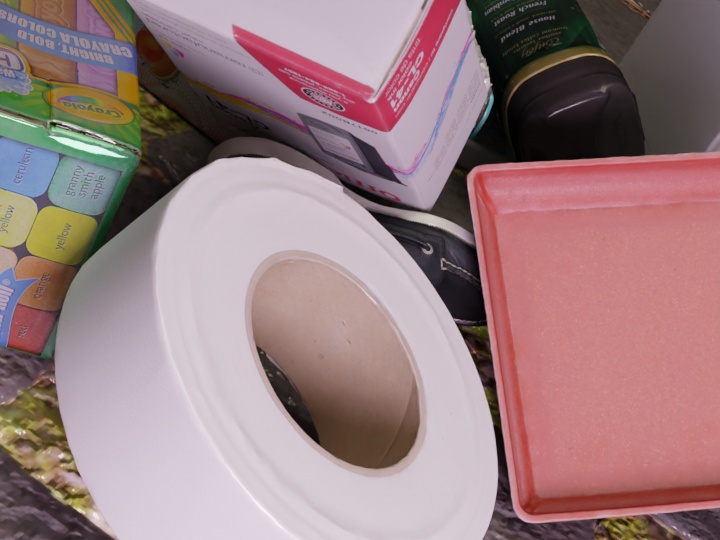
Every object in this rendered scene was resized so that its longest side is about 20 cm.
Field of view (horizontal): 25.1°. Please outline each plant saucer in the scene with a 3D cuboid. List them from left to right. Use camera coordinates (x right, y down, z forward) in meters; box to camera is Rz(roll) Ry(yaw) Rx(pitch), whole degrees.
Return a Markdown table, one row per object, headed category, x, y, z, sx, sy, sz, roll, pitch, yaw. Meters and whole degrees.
| category | x | y | z | sx | sy | sz | roll | pitch | yaw |
| --- | --- | --- | --- | --- | --- | --- | --- | --- | --- |
| plant saucer | 0.163 | 0.035 | 0.873 | 0.197 | 0.037 | 0.202 | -4 | 68 | -7 |

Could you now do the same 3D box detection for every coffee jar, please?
| category | x | y | z | sx | sy | sz | roll | pitch | yaw |
| --- | --- | --- | --- | --- | --- | --- | --- | --- | --- |
| coffee jar | 0.125 | -0.134 | 1.101 | 0.085 | 0.105 | 0.201 | -21 | 42 | 2 |

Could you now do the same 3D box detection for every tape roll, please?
| category | x | y | z | sx | sy | sz | roll | pitch | yaw |
| --- | --- | --- | --- | --- | --- | --- | --- | --- | --- |
| tape roll | -0.031 | 0.053 | 0.695 | 0.202 | 0.071 | 0.204 | 32 | 39 | -31 |

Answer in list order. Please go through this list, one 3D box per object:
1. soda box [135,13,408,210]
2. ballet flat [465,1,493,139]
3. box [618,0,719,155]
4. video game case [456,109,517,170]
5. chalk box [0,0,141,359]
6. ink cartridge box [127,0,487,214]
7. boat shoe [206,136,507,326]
| category | x | y | z | sx | sy | sz | roll | pitch | yaw |
| --- | --- | --- | --- | --- | --- | --- | --- | --- | --- |
| soda box | -0.049 | -0.101 | 0.979 | 0.199 | 0.064 | 0.068 | 38 | 31 | 11 |
| ballet flat | 0.042 | -0.141 | 1.042 | 0.071 | 0.072 | 0.200 | 23 | 17 | -13 |
| box | 0.299 | -0.137 | 1.210 | 0.130 | 0.201 | 0.200 | 21 | 32 | -20 |
| video game case | 0.037 | -0.146 | 1.163 | 0.198 | 0.023 | 0.183 | 25 | 30 | -11 |
| chalk box | -0.175 | -0.052 | 0.732 | 0.123 | 0.125 | 0.201 | 17 | 34 | -22 |
| ink cartridge box | -0.021 | -0.115 | 0.827 | 0.147 | 0.086 | 0.200 | 25 | -10 | 15 |
| boat shoe | 0.001 | -0.001 | 0.873 | 0.198 | 0.074 | 0.067 | 30 | 49 | -31 |
